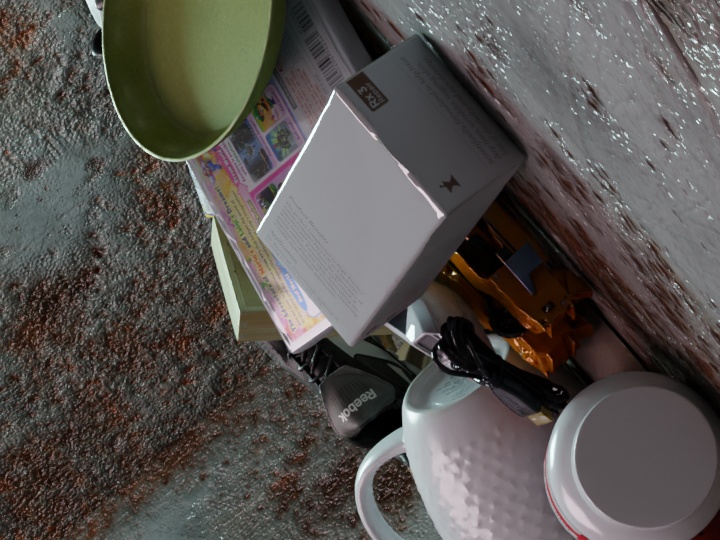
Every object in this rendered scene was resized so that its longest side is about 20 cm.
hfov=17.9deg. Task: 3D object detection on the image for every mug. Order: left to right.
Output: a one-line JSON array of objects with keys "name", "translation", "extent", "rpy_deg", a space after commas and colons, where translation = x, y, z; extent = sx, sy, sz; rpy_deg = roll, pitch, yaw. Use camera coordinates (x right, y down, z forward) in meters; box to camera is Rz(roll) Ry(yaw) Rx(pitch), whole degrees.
[{"name": "mug", "translation": [0.090, 0.149, 1.615], "extent": [0.175, 0.200, 0.148], "rpy_deg": [57, -155, -20]}]

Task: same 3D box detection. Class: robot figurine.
[{"name": "robot figurine", "translation": [0.072, -0.024, 1.531], "extent": [0.200, 0.058, 0.145], "rpy_deg": [48, 169, 20]}]

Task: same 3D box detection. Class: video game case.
[{"name": "video game case", "translation": [-0.036, -0.069, 1.515], "extent": [0.182, 0.024, 0.200], "rpy_deg": [-36, 80, 44]}]

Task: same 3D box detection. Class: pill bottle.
[{"name": "pill bottle", "translation": [0.172, 0.122, 1.425], "extent": [0.112, 0.112, 0.200], "rpy_deg": [49, 177, 8]}]

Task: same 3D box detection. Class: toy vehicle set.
[{"name": "toy vehicle set", "translation": [0.000, 0.000, 1.644], "extent": [0.124, 0.200, 0.027], "rpy_deg": [-108, 19, -54]}]

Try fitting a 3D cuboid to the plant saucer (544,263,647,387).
[{"name": "plant saucer", "translation": [0.170, 0.070, 1.630], "extent": [0.200, 0.034, 0.200], "rpy_deg": [49, 178, 3]}]

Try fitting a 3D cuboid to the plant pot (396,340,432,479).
[{"name": "plant pot", "translation": [0.128, 0.108, 1.795], "extent": [0.201, 0.093, 0.201], "rpy_deg": [21, -130, -26]}]

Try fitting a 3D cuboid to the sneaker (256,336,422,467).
[{"name": "sneaker", "translation": [-0.010, 0.077, 1.675], "extent": [0.200, 0.066, 0.091], "rpy_deg": [38, -161, -13]}]

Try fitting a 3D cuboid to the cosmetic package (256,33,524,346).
[{"name": "cosmetic package", "translation": [0.014, -0.044, 1.366], "extent": [0.102, 0.074, 0.200], "rpy_deg": [50, 151, 7]}]

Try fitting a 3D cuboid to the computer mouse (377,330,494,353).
[{"name": "computer mouse", "translation": [0.081, 0.052, 1.702], "extent": [0.046, 0.140, 0.200], "rpy_deg": [-42, 66, 50]}]

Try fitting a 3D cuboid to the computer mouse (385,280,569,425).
[{"name": "computer mouse", "translation": [0.059, 0.039, 1.490], "extent": [0.110, 0.044, 0.200], "rpy_deg": [30, -178, -28]}]

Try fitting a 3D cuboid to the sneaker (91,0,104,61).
[{"name": "sneaker", "translation": [-0.150, -0.208, 1.672], "extent": [0.084, 0.200, 0.077], "rpy_deg": [16, -133, -12]}]

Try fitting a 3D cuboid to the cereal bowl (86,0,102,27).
[{"name": "cereal bowl", "translation": [-0.184, -0.250, 1.812], "extent": [0.200, 0.083, 0.200], "rpy_deg": [158, 90, -81]}]

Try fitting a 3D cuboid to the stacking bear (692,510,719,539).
[{"name": "stacking bear", "translation": [0.237, 0.205, 1.675], "extent": [0.114, 0.122, 0.200], "rpy_deg": [30, 174, -16]}]

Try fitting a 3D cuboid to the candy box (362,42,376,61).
[{"name": "candy box", "translation": [-0.044, -0.163, 1.632], "extent": [0.115, 0.055, 0.200], "rpy_deg": [51, 178, -13]}]

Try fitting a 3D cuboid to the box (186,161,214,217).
[{"name": "box", "translation": [-0.051, -0.084, 1.752], "extent": [0.200, 0.070, 0.064], "rpy_deg": [-1, 111, 54]}]

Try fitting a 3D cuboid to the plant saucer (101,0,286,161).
[{"name": "plant saucer", "translation": [-0.107, -0.171, 1.519], "extent": [0.031, 0.200, 0.200], "rpy_deg": [2, -148, -38]}]
